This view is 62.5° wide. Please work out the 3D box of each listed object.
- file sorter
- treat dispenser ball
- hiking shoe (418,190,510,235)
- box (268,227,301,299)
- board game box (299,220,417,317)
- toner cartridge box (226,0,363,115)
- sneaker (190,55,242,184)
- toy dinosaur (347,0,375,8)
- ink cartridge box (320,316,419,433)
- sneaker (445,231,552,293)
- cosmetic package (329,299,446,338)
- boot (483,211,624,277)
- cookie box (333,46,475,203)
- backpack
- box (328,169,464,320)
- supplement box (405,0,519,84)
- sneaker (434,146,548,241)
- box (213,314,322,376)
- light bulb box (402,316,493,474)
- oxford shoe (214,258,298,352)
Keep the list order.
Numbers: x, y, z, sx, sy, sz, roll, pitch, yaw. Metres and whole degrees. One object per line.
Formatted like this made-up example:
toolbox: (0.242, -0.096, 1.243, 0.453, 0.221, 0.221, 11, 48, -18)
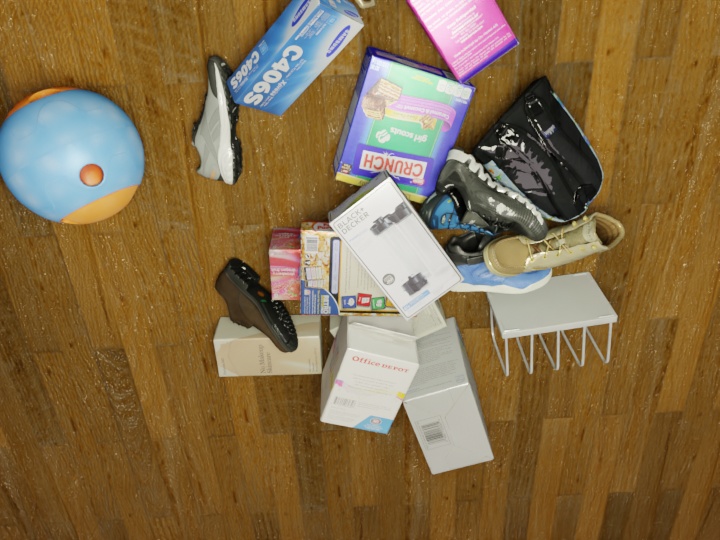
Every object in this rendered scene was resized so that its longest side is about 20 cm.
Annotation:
file sorter: (0.347, 0.105, 1.105, 0.198, 0.139, 0.125, -8, 123, 3)
treat dispenser ball: (-0.429, -0.170, 0.889, 0.199, 0.201, 0.202, -1, 119, -1)
hiking shoe: (0.189, -0.096, 0.977, 0.198, 0.087, 0.075, -9, 125, -28)
box: (-0.058, -0.012, 1.048, 0.198, 0.095, 0.103, 1, 118, -3)
board game box: (0.000, 0.000, 0.976, 0.198, 0.046, 0.153, 2, 115, -4)
toner cartridge box: (-0.097, -0.312, 0.856, 0.200, 0.043, 0.095, -37, 159, 34)
sneaker: (-0.232, -0.233, 0.936, 0.079, 0.074, 0.202, 6, 119, 1)
toy dinosaur: (-0.022, -0.414, 0.862, 0.100, 0.058, 0.201, 9, 124, 12)
ink cartridge box: (0.016, 0.165, 1.046, 0.127, 0.126, 0.201, 14, 121, -11)
sneaker: (0.247, -0.023, 1.063, 0.198, 0.077, 0.112, -1, 129, 6)
cosmetic package: (0.051, 0.090, 1.123, 0.199, 0.073, 0.104, -24, 118, 12)
boot: (0.317, -0.043, 0.976, 0.198, 0.155, 0.073, -3, 78, -30)
cookie box: (0.063, -0.225, 0.946, 0.170, 0.075, 0.201, 13, 119, -11)
backpack: (0.292, -0.172, 0.947, 0.200, 0.154, 0.163, 42, 90, 0)
box: (0.053, -0.037, 0.905, 0.116, 0.060, 0.200, -35, 108, 9)
supplement box: (0.124, -0.385, 0.844, 0.103, 0.101, 0.200, -32, 115, 16)
sneaker: (0.195, -0.095, 0.917, 0.200, 0.066, 0.091, 38, 76, -3)
box: (-0.173, 0.144, 1.142, 0.198, 0.078, 0.096, -3, 119, 0)
light bulb box: (0.159, 0.235, 1.134, 0.124, 0.201, 0.199, -16, 118, 9)
oxford shoe: (-0.190, 0.078, 1.083, 0.084, 0.073, 0.200, -45, 78, 20)
